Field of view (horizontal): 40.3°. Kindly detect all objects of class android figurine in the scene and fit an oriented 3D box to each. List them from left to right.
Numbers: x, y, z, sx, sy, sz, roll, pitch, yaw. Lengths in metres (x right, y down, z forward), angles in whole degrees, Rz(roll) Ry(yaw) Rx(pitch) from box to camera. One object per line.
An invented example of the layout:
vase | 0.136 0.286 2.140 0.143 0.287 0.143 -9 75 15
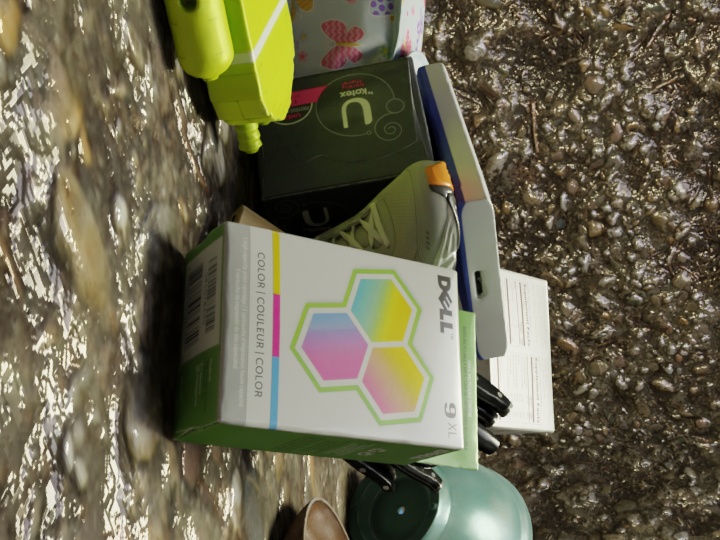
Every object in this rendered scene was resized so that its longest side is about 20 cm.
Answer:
android figurine | -0.075 -0.170 0.580 0.182 0.041 0.200 -82 167 -56

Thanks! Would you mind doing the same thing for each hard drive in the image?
hard drive | 0.072 -0.050 0.719 0.200 0.025 0.132 -97 176 -54

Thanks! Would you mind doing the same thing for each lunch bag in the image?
lunch bag | 0.001 -0.195 0.867 0.170 0.127 0.200 22 72 -80

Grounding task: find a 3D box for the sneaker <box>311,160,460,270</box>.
sneaker | -0.005 -0.003 0.651 0.200 0.092 0.076 124 -36 -50

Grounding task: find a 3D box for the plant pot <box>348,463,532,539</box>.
plant pot | 0.070 0.285 1.086 0.134 0.200 0.201 44 37 -39

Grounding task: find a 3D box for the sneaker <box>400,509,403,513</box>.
sneaker | 0.055 0.372 1.274 0.200 0.078 0.066 -78 162 -67

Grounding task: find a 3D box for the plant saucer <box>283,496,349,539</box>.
plant saucer | -0.023 0.275 0.745 0.200 0.032 0.200 -16 90 -82

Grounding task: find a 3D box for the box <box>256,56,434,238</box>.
box | -0.002 -0.051 0.749 0.200 0.122 0.106 76 4 -60

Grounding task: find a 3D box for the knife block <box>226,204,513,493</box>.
knife block | 0.007 0.055 0.618 0.064 0.175 0.200 -83 168 -53

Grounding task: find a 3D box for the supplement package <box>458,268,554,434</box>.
supplement package | 0.082 0.091 1.003 0.111 0.200 0.156 13 71 -46

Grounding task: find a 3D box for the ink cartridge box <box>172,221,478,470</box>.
ink cartridge box | 0.002 0.048 0.539 0.059 0.200 0.104 -30 -126 52
